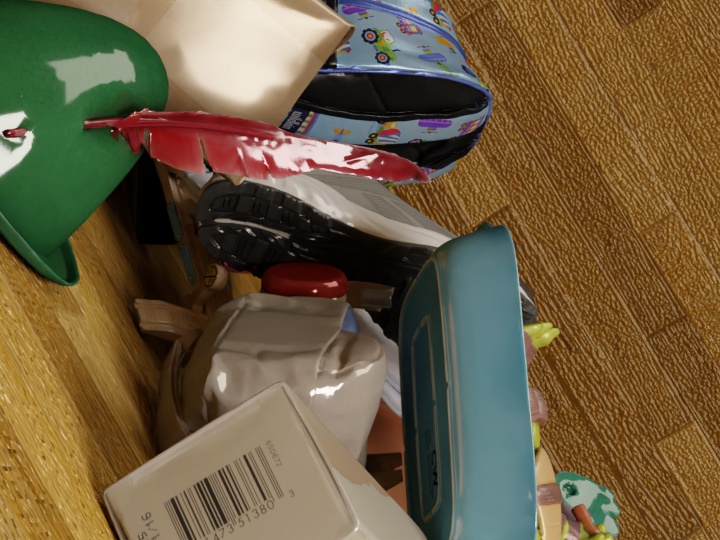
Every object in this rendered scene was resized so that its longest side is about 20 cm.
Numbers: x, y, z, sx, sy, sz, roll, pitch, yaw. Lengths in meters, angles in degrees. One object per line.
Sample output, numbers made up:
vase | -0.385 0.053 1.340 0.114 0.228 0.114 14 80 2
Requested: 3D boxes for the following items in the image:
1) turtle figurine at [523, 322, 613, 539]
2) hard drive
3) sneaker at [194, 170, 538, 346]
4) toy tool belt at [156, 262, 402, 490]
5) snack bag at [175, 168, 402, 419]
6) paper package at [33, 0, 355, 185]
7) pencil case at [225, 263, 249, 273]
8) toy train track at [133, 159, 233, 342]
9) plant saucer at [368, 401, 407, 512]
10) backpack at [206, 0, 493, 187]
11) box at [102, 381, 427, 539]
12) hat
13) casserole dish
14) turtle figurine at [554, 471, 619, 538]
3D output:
turtle figurine | 0.088 0.112 1.302 0.200 0.064 0.162 15 67 -68
hard drive | -0.129 -0.117 1.539 0.200 0.033 0.140 -113 -155 -65
sneaker | 0.009 -0.018 1.364 0.199 0.074 0.080 27 36 -11
toy tool belt | -0.039 0.079 1.251 0.200 0.124 0.124 -76 170 -75
snack bag | 0.000 0.000 1.452 0.200 0.021 0.188 46 21 9
paper package | -0.123 -0.152 1.309 0.200 0.104 0.191 37 0 -16
pencil case | -0.076 -0.051 1.828 0.089 0.088 0.200 58 5 -9
toy train track | -0.077 -0.001 1.380 0.114 0.033 0.201 19 35 -35
plant saucer | 0.005 0.105 1.380 0.199 0.038 0.201 20 27 -11
backpack | -0.020 -0.127 1.598 0.183 0.199 0.135 113 -24 -64
box | -0.022 0.134 1.079 0.078 0.095 0.200 60 3 30
hat | -0.105 -0.102 1.170 0.166 0.175 0.200 62 5 32
casserole dish | 0.048 0.072 1.214 0.121 0.039 0.201 118 -29 -64
turtle figurine | 0.076 0.206 1.465 0.100 0.200 0.150 18 49 -15
